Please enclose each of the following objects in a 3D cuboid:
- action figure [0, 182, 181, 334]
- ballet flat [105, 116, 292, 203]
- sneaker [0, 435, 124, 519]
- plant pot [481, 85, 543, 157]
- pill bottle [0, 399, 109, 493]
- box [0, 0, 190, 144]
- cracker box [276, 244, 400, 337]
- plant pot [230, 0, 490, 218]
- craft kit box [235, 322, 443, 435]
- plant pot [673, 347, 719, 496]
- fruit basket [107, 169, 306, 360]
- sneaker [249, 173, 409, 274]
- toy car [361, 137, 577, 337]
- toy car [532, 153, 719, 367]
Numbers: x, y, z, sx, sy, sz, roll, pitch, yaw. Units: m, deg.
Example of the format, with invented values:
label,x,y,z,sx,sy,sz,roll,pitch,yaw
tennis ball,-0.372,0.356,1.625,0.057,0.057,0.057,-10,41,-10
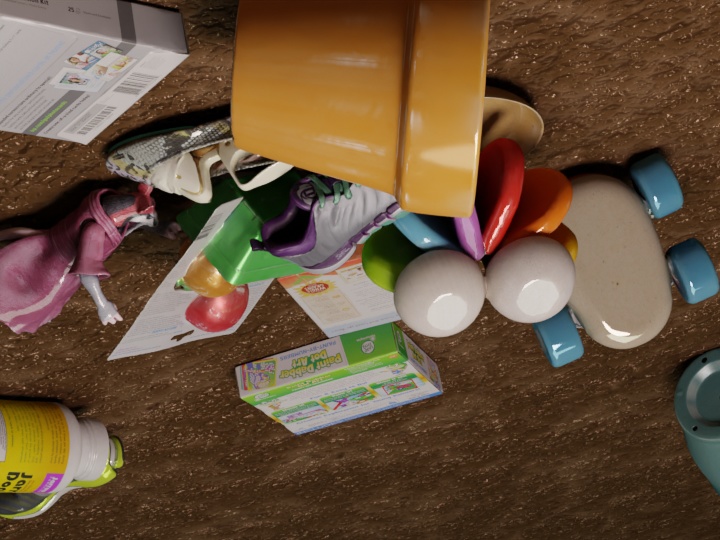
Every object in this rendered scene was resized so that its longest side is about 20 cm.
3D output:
label,x,y,z,sx,sy,sz,roll,pitch,yaw
action figure,-0.256,-0.030,1.746,0.149,0.134,0.200,44,119,-13
ballet flat,-0.121,-0.096,1.643,0.198,0.073,0.072,-15,159,9
sneaker,-0.388,0.242,2.371,0.199,0.074,0.081,-28,145,21
plant pot,0.065,-0.118,1.742,0.198,0.028,0.200,-11,159,-4
pill bottle,-0.387,0.199,2.196,0.199,0.105,0.104,6,153,-39
box,-0.253,-0.157,1.454,0.199,0.042,0.156,5,153,-40
cracker box,0.000,0.000,1.964,0.133,0.058,0.200,-15,158,9
plant pot,0.000,-0.146,1.439,0.181,0.202,0.200,4,159,2
craft kit box,-0.023,0.131,2.304,0.198,0.049,0.197,-17,161,12
plant pot,0.513,0.199,2.581,0.199,0.202,0.188,-22,141,26
fruit basket,-0.126,-0.003,1.760,0.200,0.094,0.185,-47,160,31
sneaker,-0.006,-0.070,1.633,0.087,0.075,0.200,9,131,-50
toy car,0.097,-0.045,1.730,0.198,0.176,0.151,-8,124,-8
toy car,0.237,-0.016,1.974,0.183,0.178,0.200,-25,-173,-1
